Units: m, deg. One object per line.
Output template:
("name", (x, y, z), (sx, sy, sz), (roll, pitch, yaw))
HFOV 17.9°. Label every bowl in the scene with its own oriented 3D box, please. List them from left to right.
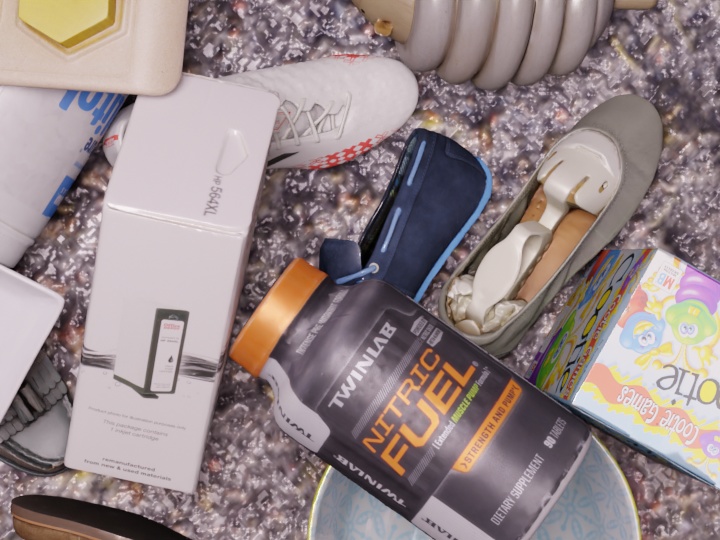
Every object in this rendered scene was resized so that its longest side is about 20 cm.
("bowl", (0.066, 0.168, 1.405), (0.200, 0.108, 0.201), (0, 86, -2))

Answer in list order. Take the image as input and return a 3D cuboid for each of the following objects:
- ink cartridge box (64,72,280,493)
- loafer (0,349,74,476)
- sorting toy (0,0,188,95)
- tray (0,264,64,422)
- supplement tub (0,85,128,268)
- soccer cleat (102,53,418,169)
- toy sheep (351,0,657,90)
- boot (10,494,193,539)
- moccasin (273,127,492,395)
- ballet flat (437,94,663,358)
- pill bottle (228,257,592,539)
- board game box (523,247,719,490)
("ink cartridge box", (-0.110, 0.004, 1.332), (0.084, 0.146, 0.200), (12, 127, -2))
("loafer", (-0.242, 0.044, 1.404), (0.072, 0.063, 0.200), (-40, 92, -18))
("sorting toy", (-0.194, -0.198, 1.299), (0.200, 0.036, 0.186), (5, 85, 4))
("tray", (-0.282, 0.009, 1.349), (0.200, 0.022, 0.107), (27, 117, -10))
("supplement tub", (-0.209, -0.118, 1.377), (0.132, 0.132, 0.200), (32, 89, -3))
("soccer cleat", (-0.060, -0.092, 1.409), (0.200, 0.085, 0.069), (-9, 91, -3))
("toy sheep", (0.087, -0.175, 1.398), (0.200, 0.138, 0.138), (3, 90, -9))
("boot", (-0.129, 0.196, 1.418), (0.200, 0.074, 0.076), (21, 99, -6))
("moccasin", (0.000, 0.000, 1.423), (0.068, 0.080, 0.200), (38, 75, -17))
("ballet flat", (0.120, -0.030, 1.427), (0.067, 0.064, 0.200), (36, 89, 22))
("pill bottle", (0.024, 0.077, 1.305), (0.200, 0.106, 0.106), (35, 88, 2))
("board game box", (0.177, 0.054, 1.368), (0.105, 0.200, 0.103), (30, 89, -4))
